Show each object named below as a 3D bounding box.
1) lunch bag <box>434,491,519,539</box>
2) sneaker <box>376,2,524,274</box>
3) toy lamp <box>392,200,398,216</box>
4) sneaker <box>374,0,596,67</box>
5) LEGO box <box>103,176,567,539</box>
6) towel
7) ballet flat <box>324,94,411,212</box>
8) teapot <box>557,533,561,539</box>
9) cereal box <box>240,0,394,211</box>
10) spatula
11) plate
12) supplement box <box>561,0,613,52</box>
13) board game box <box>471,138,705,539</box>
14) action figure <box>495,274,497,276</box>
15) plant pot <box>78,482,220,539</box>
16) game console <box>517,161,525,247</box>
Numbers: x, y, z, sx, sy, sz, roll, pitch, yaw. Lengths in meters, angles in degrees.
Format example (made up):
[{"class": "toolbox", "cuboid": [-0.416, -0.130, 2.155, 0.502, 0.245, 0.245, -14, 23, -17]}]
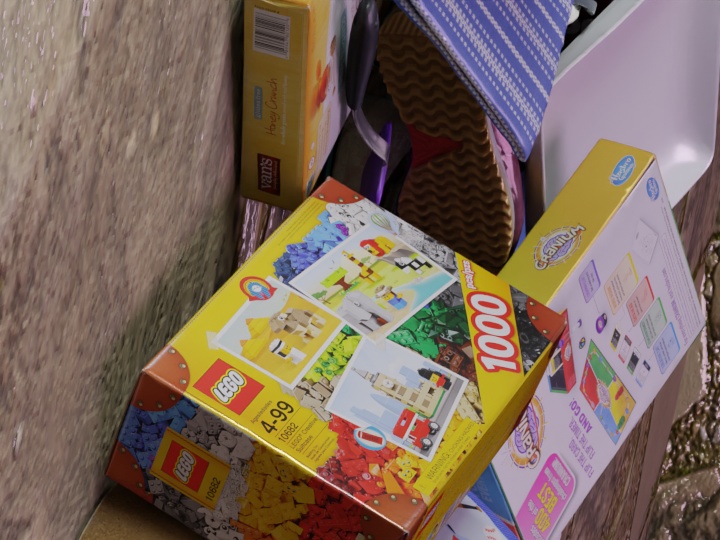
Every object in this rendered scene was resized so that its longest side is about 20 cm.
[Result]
[{"class": "lunch bag", "cuboid": [0.007, 0.155, 1.579, 0.124, 0.170, 0.200, -46, 161, -2]}, {"class": "sneaker", "cuboid": [0.060, -0.087, 1.605, 0.090, 0.074, 0.201, -63, 155, -43]}, {"class": "toy lamp", "cuboid": [0.063, -0.090, 1.858, 0.058, 0.058, 0.201, 77, 30, -63]}, {"class": "sneaker", "cuboid": [0.074, -0.187, 1.634, 0.080, 0.129, 0.200, -60, 159, -53]}, {"class": "LEGO box", "cuboid": [-0.009, 0.062, 1.422, 0.200, 0.148, 0.077, -49, 166, -50]}, {"class": "towel", "cuboid": [0.071, -0.178, 1.550, 0.145, 0.024, 0.201, 49, 43, -37]}, {"class": "ballet flat", "cuboid": [0.000, 0.000, 1.666, 0.067, 0.062, 0.201, -36, 138, -70]}, {"class": "teapot", "cuboid": [0.084, 0.108, 1.800, 0.200, 0.197, 0.147, -35, 104, -25]}, {"class": "cereal box", "cuboid": [-0.012, -0.149, 1.504, 0.144, 0.039, 0.201, 92, 17, -47]}, {"class": "spatula", "cuboid": [0.003, -0.081, 1.512, 0.200, 0.020, 0.057, 85, 11, -60]}, {"class": "plate", "cuboid": [0.150, -0.087, 1.703, 0.200, 0.032, 0.200, -45, 147, -34]}, {"class": "supplement box", "cuboid": [0.108, -0.225, 1.743, 0.200, 0.130, 0.104, 84, 25, -55]}, {"class": "board game box", "cuboid": [0.117, 0.048, 1.651, 0.200, 0.040, 0.153, -52, 142, -26]}, {"class": "action figure", "cuboid": [0.037, 0.022, 1.761, 0.200, 0.065, 0.052, 175, -91, -78]}, {"class": "plant pot", "cuboid": [-0.040, 0.211, 1.413, 0.186, 0.199, 0.188, 13, 90, -77]}, {"class": "game console", "cuboid": [0.129, -0.066, 1.799, 0.177, 0.031, 0.200, -42, 155, 8]}]
